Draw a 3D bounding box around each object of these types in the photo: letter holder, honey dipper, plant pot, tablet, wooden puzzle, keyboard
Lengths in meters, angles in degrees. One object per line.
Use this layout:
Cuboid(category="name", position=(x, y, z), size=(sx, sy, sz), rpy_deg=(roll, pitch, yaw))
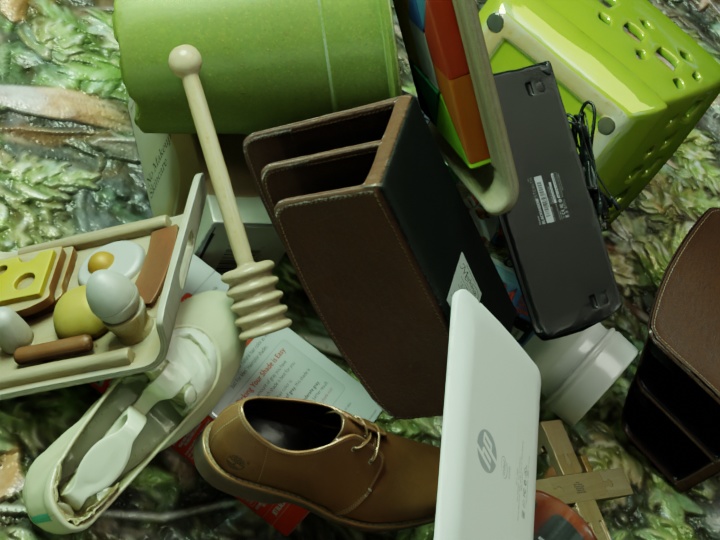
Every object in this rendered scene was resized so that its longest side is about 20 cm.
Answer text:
Cuboid(category="letter holder", position=(0.284, 0.058, 1.345), size=(0.142, 0.101, 0.200), rpy_deg=(44, 43, -5))
Cuboid(category="letter holder", position=(0.000, 0.000, 1.096), size=(0.200, 0.142, 0.101), rpy_deg=(62, 31, -33))
Cuboid(category="honey dipper", position=(-0.093, -0.053, 1.063), size=(0.038, 0.038, 0.200), rpy_deg=(-19, 91, -41))
Cuboid(category="plant pot", position=(0.163, -0.140, 1.360), size=(0.200, 0.199, 0.181), rpy_deg=(42, 29, 10))
Cuboid(category="plant pot", position=(-0.074, -0.171, 1.141), size=(0.190, 0.200, 0.200), rpy_deg=(-8, 52, 1))
Cuboid(category="tablet", position=(0.085, 0.125, 1.023), size=(0.130, 0.014, 0.200), rpy_deg=(45, 41, -46))
Cuboid(category="wooden puzzle", position=(0.054, -0.156, 1.101), size=(0.037, 0.200, 0.185), rpy_deg=(-15, 26, -7))
Cuboid(category="keyboard", position=(0.140, -0.052, 1.185), size=(0.104, 0.040, 0.200), rpy_deg=(-14, 87, -22))

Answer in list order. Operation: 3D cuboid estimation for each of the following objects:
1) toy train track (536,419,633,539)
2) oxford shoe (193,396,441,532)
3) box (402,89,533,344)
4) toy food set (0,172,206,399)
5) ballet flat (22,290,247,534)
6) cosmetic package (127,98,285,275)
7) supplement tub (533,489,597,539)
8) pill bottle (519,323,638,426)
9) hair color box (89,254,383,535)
Cuboid(category="toy train track", position=(0.174, 0.211, 1.216), size=(0.115, 0.033, 0.200), rpy_deg=(-1, 59, -40))
Cuboid(category="oxford shoe", position=(-0.006, 0.125, 1.063), size=(0.200, 0.071, 0.071), rpy_deg=(12, 48, -26))
Cuboid(category="box", position=(0.064, -0.049, 1.217), size=(0.200, 0.038, 0.137), rpy_deg=(26, 61, 1))
Cuboid(category="toy food set", position=(-0.203, 0.007, 1.068), size=(0.144, 0.200, 0.060), rpy_deg=(-82, 154, -44))
Cuboid(category="ballet flat", position=(-0.140, 0.091, 1.041), size=(0.069, 0.069, 0.200), rpy_deg=(38, 75, 3))
Cuboid(category="cosmetic package", position=(-0.118, -0.083, 1.237), size=(0.071, 0.105, 0.200), rpy_deg=(2, 51, -28))
Cuboid(category="supplement tub", position=(0.077, 0.238, 1.076), size=(0.107, 0.107, 0.200), rpy_deg=(44, 44, 10))
Cuboid(category="pill bottle", position=(0.121, 0.028, 1.280), size=(0.200, 0.112, 0.112), rpy_deg=(42, 44, 8))
Cuboid(category="hair color box", position=(-0.095, 0.082, 1.138), size=(0.200, 0.064, 0.111), rpy_deg=(39, 44, 1))
